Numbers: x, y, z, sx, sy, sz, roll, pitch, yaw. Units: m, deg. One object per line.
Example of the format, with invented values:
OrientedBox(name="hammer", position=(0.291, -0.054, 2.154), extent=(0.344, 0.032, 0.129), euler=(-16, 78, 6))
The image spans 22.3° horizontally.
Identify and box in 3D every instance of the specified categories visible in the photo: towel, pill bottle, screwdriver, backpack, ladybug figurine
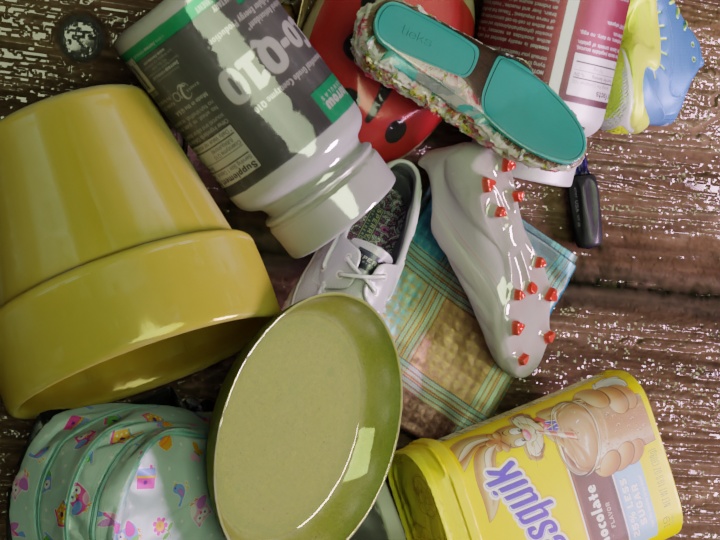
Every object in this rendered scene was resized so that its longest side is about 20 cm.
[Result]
OrientedBox(name="towel", position=(0.074, 0.036, 1.452), extent=(0.146, 0.022, 0.201), euler=(33, 78, -17))
OrientedBox(name="pill bottle", position=(-0.071, -0.115, 1.287), extent=(0.113, 0.113, 0.200), euler=(-41, 101, -17))
OrientedBox(name="pill bottle", position=(0.145, -0.172, 1.426), extent=(0.112, 0.113, 0.201), euler=(10, 97, -21))
OrientedBox(name="screwdriver", position=(0.175, -0.117, 1.496), extent=(0.028, 0.029, 0.201), euler=(-7, 87, -21))
OrientedBox(name="backpack", position=(-0.147, 0.159, 1.277), extent=(0.200, 0.126, 0.168), euler=(18, 77, -52))
OrientedBox(name="ladybug figurine", position=(0.024, -0.166, 1.408), extent=(0.135, 0.072, 0.201), euler=(27, 80, -19))

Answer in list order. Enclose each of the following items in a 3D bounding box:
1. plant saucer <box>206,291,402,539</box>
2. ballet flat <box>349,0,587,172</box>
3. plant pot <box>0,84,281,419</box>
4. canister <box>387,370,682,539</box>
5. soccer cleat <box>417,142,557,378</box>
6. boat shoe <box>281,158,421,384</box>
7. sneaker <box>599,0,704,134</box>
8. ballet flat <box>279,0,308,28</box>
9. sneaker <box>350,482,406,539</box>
OrientedBox(name="plant saucer", position=(-0.043, 0.111, 1.269), extent=(0.200, 0.031, 0.201), euler=(-20, 116, -47))
OrientedBox(name="ballet flat", position=(0.077, -0.135, 1.353), extent=(0.200, 0.064, 0.076), euler=(34, 66, -11))
OrientedBox(name="plant pot", position=(-0.178, -0.018, 1.275), extent=(0.200, 0.201, 0.190), euler=(-16, 79, -21))
OrientedBox(name="canister", position=(0.138, 0.174, 1.413), extent=(0.199, 0.086, 0.149), euler=(-20, 95, -21))
OrientedBox(name="soccer cleat", position=(0.099, -0.010, 1.422), extent=(0.069, 0.077, 0.201), euler=(-37, 123, -38))
OrientedBox(name="boat shoe", position=(0.000, 0.000, 1.362), extent=(0.072, 0.069, 0.200), euler=(32, 55, -4))
OrientedBox(name="sneaker", position=(0.229, -0.208, 1.501), extent=(0.105, 0.076, 0.201), euler=(5, 87, -39))
OrientedBox(name="ballet flat", position=(-0.069, -0.189, 1.376), extent=(0.070, 0.065, 0.201), euler=(10, 85, -21))
OrientedBox(name="sneaker", position=(-0.047, 0.149, 1.374), extent=(0.106, 0.075, 0.201), euler=(-25, 94, -17))
